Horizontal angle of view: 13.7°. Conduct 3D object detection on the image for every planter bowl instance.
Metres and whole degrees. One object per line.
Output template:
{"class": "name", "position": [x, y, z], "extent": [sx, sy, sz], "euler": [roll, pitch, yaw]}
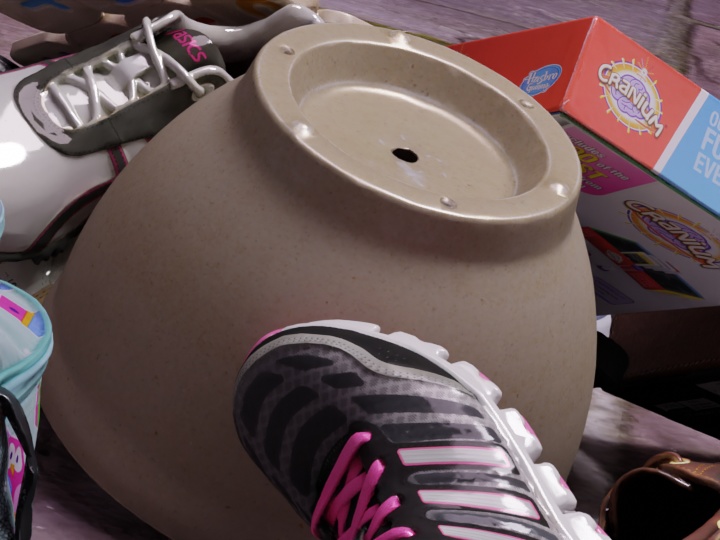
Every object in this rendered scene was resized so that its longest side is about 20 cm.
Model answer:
{"class": "planter bowl", "position": [0.000, 0.000, 1.041], "extent": [0.200, 0.135, 0.200], "euler": [17, 31, -11]}

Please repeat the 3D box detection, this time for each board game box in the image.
{"class": "board game box", "position": [0.075, -0.034, 1.171], "extent": [0.153, 0.040, 0.200], "euler": [31, -21, -30]}

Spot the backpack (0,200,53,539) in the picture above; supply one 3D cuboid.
{"class": "backpack", "position": [-0.171, 0.036, 0.809], "extent": [0.175, 0.154, 0.200], "euler": [10, 7, 3]}

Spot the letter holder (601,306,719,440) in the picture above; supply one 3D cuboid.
{"class": "letter holder", "position": [0.206, -0.012, 1.209], "extent": [0.100, 0.143, 0.200], "euler": [23, -19, -27]}

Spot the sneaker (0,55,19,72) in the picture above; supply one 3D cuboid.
{"class": "sneaker", "position": [-0.168, -0.030, 1.205], "extent": [0.074, 0.089, 0.200], "euler": [39, 9, -2]}

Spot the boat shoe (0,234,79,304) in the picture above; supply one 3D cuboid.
{"class": "boat shoe", "position": [-0.067, 0.017, 1.175], "extent": [0.200, 0.074, 0.066], "euler": [-2, 47, -37]}

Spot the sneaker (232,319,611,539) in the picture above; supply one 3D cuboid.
{"class": "sneaker", "position": [0.019, 0.089, 0.893], "extent": [0.087, 0.074, 0.200], "euler": [-12, 50, -47]}

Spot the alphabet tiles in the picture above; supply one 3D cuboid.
{"class": "alphabet tiles", "position": [-0.051, -0.086, 1.239], "extent": [0.200, 0.015, 0.195], "euler": [24, -18, -30]}

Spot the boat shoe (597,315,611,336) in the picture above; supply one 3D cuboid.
{"class": "boat shoe", "position": [0.025, -0.006, 1.352], "extent": [0.199, 0.066, 0.074], "euler": [10, 14, -19]}

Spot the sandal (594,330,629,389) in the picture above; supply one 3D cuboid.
{"class": "sandal", "position": [0.049, 0.035, 1.228], "extent": [0.075, 0.045, 0.200], "euler": [27, -5, -14]}

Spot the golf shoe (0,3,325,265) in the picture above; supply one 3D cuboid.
{"class": "golf shoe", "position": [-0.099, -0.060, 1.107], "extent": [0.200, 0.088, 0.077], "euler": [-15, 61, -45]}

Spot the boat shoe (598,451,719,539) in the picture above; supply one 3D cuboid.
{"class": "boat shoe", "position": [0.112, 0.094, 0.997], "extent": [0.070, 0.070, 0.200], "euler": [51, 13, -4]}
